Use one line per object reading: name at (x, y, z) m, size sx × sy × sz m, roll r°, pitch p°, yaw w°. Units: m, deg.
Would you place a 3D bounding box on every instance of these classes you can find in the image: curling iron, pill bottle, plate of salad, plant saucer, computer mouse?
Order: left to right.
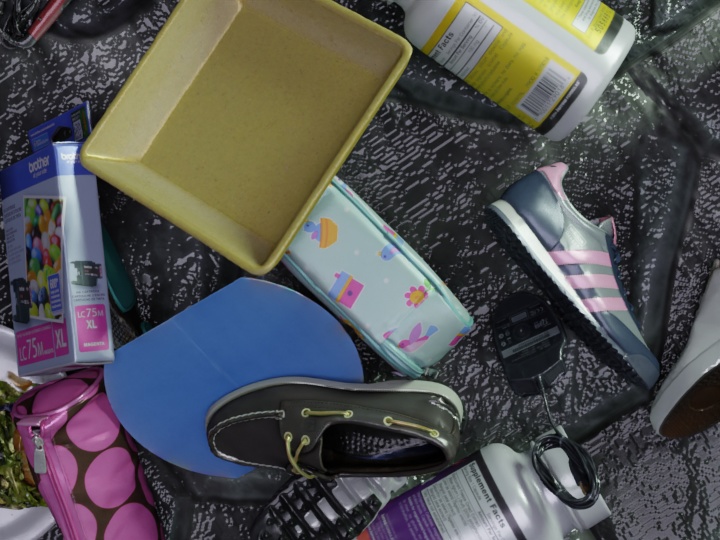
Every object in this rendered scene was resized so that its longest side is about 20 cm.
plate of salad at (-0.322, 0.140, 1.540) m, size 0.199 × 0.048 × 0.201 m, roll 0°, pitch 97°, yaw 0°
curling iron at (-0.220, -0.255, 1.507) m, size 0.200 × 0.026 × 0.050 m, roll -45°, pitch 97°, yaw 4°
plant saucer at (-0.080, -0.113, 1.402) m, size 0.200 × 0.048 × 0.200 m, roll 31°, pitch 85°, yaw 30°
pill bottle at (0.093, 0.207, 1.516) m, size 0.199 × 0.111 × 0.112 m, roll -29°, pitch 96°, yaw 3°
pill bottle at (0.103, -0.199, 1.472) m, size 0.200 × 0.111 × 0.112 m, roll 35°, pitch 95°, yaw -4°
computer mouse at (0.149, 0.102, 1.495) m, size 0.058 × 0.034 × 0.201 m, roll -22°, pitch 56°, yaw 13°

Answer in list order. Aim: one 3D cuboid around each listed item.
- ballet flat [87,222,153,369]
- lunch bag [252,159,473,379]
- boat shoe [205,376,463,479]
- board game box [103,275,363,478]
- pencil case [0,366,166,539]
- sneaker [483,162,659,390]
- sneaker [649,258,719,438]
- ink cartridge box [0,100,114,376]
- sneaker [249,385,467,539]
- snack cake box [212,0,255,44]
ballet flat at (-0.199, 0.045, 1.519) m, size 0.072 × 0.072 × 0.201 m, roll -30°, pitch 95°, yaw 3°
lunch bag at (0.000, 0.000, 1.473) m, size 0.077 × 0.160 × 0.200 m, roll -45°, pitch 89°, yaw -1°
boat shoe at (-0.024, 0.124, 1.435) m, size 0.200 × 0.061 × 0.072 m, roll -5°, pitch 124°, yaw 10°
board game box at (-0.095, 0.076, 1.470) m, size 0.200 × 0.039 × 0.158 m, roll -29°, pitch 121°, yaw 21°
pencil case at (-0.213, 0.181, 1.505) m, size 0.090 × 0.094 × 0.201 m, roll -15°, pitch 108°, yaw 15°
sneaker at (0.189, 0.003, 1.518) m, size 0.082 × 0.070 × 0.200 m, roll -42°, pitch 102°, yaw -11°
sneaker at (0.297, 0.047, 1.532) m, size 0.073 × 0.085 × 0.200 m, roll 21°, pitch 117°, yaw -38°
ink cartridge box at (-0.238, -0.022, 1.472) m, size 0.042 × 0.119 × 0.201 m, roll -1°, pitch 83°, yaw -32°
sneaker at (-0.007, 0.162, 1.518) m, size 0.200 × 0.090 × 0.067 m, roll -38°, pitch 100°, yaw -11°
snack cake box at (-0.107, -0.137, 1.501) m, size 0.115 × 0.067 × 0.200 m, roll 38°, pitch 95°, yaw -3°
